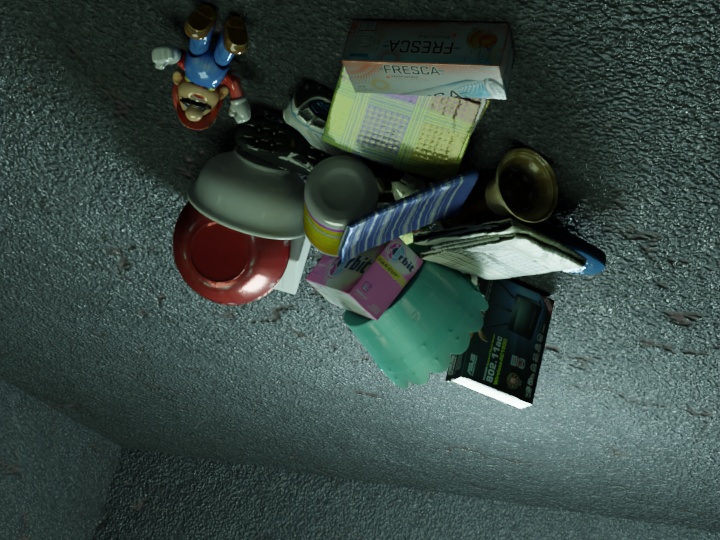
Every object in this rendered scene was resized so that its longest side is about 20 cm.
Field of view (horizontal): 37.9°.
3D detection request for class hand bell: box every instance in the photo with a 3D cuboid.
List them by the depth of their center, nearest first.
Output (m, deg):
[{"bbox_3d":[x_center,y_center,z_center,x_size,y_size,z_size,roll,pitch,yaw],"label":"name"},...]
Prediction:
[{"bbox_3d":[0.182,-0.096,1.510,0.103,0.105,0.199,24,157,-22],"label":"hand bell"}]

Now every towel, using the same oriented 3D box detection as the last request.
[{"bbox_3d":[0.057,-0.197,1.381,0.197,0.023,0.145,15,130,-6],"label":"towel"},{"bbox_3d":[0.065,-0.073,1.442,0.198,0.024,0.145,-24,167,-14],"label":"towel"},{"bbox_3d":[0.200,-0.024,1.527,0.191,0.035,0.199,-6,160,45],"label":"towel"}]

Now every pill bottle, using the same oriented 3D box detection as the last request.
[{"bbox_3d":[-0.031,-0.082,1.504,0.103,0.106,0.200,14,164,0],"label":"pill bottle"}]

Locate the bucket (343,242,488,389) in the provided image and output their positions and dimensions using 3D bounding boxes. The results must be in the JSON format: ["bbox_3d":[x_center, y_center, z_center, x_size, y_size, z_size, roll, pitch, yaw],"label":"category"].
[{"bbox_3d":[0.081,0.064,1.636,0.135,0.208,0.206,46,146,-19],"label":"bucket"}]

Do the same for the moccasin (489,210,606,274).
[{"bbox_3d":[0.288,-0.055,1.582,0.198,0.069,0.080,22,148,-20],"label":"moccasin"}]

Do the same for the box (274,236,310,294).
[{"bbox_3d":[-0.189,-0.057,1.812,0.197,0.107,0.153,15,157,1],"label":"box"}]

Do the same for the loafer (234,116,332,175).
[{"bbox_3d":[-0.087,-0.177,1.542,0.198,0.069,0.070,16,178,-13],"label":"loafer"}]

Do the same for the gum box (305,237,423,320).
[{"bbox_3d":[0.000,0.000,1.615,0.066,0.114,0.200,43,169,-21],"label":"gum box"}]

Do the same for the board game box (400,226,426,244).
[{"bbox_3d":[0.033,-0.068,1.730,0.100,0.048,0.200,19,157,-11],"label":"board game box"}]

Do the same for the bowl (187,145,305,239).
[{"bbox_3d":[-0.157,-0.132,1.594,0.199,0.091,0.202,18,-158,-7],"label":"bowl"}]

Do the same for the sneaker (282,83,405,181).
[{"bbox_3d":[-0.023,-0.188,1.477,0.199,0.076,0.086,33,158,-20],"label":"sneaker"}]

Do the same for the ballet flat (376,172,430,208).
[{"bbox_3d":[0.038,-0.122,1.585,0.198,0.073,0.072,8,156,13],"label":"ballet flat"}]

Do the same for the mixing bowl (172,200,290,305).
[{"bbox_3d":[-0.214,-0.036,1.671,0.198,0.203,0.108,14,-172,0],"label":"mixing bowl"}]

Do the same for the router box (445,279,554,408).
[{"bbox_3d":[0.244,0.120,1.828,0.148,0.202,0.062,21,161,-18],"label":"router box"}]

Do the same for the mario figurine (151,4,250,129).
[{"bbox_3d":[-0.206,-0.247,1.384,0.124,0.106,0.200,48,150,10],"label":"mario figurine"}]

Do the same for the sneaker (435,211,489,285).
[{"bbox_3d":[0.168,-0.047,1.686,0.079,0.074,0.201,18,154,21],"label":"sneaker"}]

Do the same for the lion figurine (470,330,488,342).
[{"bbox_3d":[0.141,0.037,1.779,0.198,0.124,0.072,19,178,18],"label":"lion figurine"}]

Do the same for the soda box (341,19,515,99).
[{"bbox_3d":[0.081,-0.253,1.258,0.197,0.064,0.069,7,156,20],"label":"soda box"}]
